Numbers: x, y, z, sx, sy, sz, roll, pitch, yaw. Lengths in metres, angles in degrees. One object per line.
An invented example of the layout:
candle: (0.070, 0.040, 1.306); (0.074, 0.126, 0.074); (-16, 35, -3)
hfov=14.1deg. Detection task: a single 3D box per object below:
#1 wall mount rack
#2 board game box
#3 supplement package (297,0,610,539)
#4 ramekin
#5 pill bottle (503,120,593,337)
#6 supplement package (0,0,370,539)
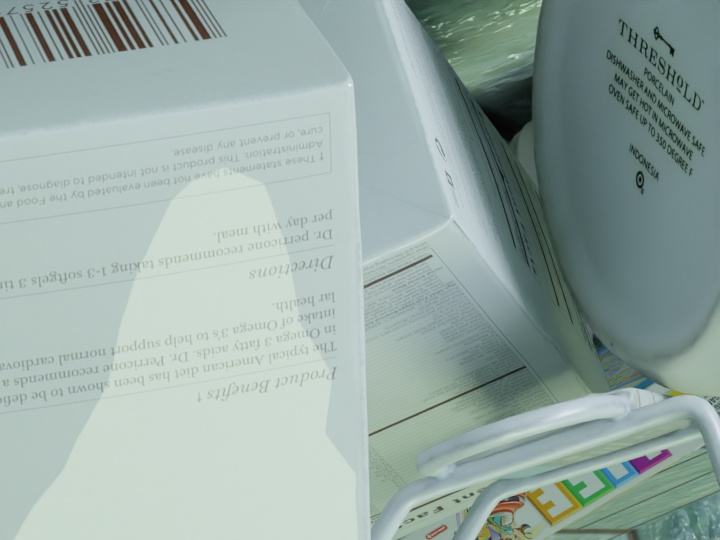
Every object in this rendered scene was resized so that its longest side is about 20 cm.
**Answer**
wall mount rack: (0.049, 0.091, 0.929); (0.173, 0.075, 0.200); (-20, 170, 15)
board game box: (0.100, 0.050, 1.199); (0.200, 0.034, 0.135); (-34, -165, 32)
supplement package: (0.000, 0.000, 0.988); (0.113, 0.110, 0.200); (-23, 150, 11)
ramekin: (0.129, -0.049, 0.945); (0.094, 0.204, 0.202); (-5, 163, -21)
pill bottle: (0.027, 0.010, 1.200); (0.199, 0.111, 0.110); (-28, 166, 28)
supplement package: (-0.067, 0.024, 0.808); (0.116, 0.201, 0.117); (-9, -152, -15)
